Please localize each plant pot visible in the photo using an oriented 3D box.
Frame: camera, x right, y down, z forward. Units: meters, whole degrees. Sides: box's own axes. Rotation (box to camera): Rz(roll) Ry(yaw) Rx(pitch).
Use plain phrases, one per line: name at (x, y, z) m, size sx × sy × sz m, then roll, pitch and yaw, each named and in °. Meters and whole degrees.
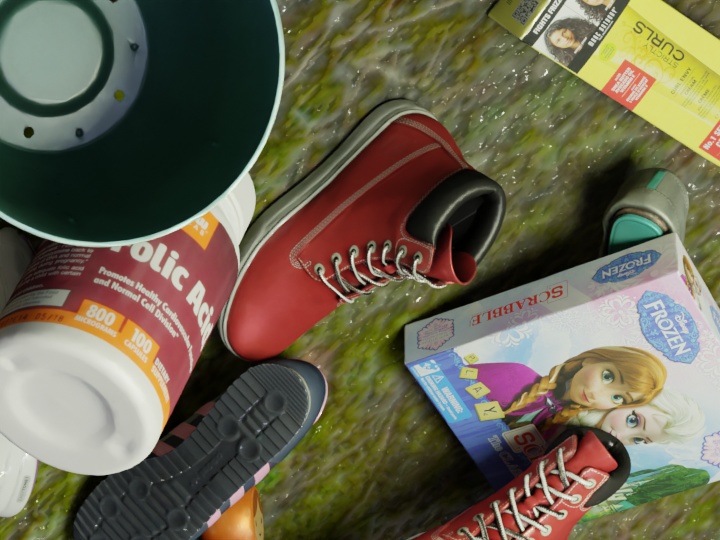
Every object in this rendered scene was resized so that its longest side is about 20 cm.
plant pot at (-0.160, -0.121, 1.454) m, size 0.200 × 0.161 × 0.201 m, roll -2°, pitch 97°, yaw -17°

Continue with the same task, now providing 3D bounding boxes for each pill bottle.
pill bottle at (-0.138, 0.012, 1.530) m, size 0.114 × 0.200 × 0.114 m, roll 12°, pitch 137°, yaw 12°

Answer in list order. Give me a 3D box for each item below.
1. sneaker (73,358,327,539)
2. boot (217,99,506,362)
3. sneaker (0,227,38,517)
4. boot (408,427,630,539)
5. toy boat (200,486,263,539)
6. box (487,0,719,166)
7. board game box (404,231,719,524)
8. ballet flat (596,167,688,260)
sneaker at (-0.098, 0.128, 1.709) m, size 0.200 × 0.082 × 0.070 m, roll -36°, pitch 85°, yaw 18°
boot at (0.000, 0.000, 1.633) m, size 0.200 × 0.144 × 0.072 m, roll -48°, pitch 129°, yaw 7°
sneaker at (-0.239, 0.069, 1.596) m, size 0.099 × 0.075 × 0.200 m, roll -2°, pitch 118°, yaw -27°
boot at (0.093, 0.166, 1.705) m, size 0.200 × 0.072 × 0.144 m, roll -24°, pitch 160°, yaw -50°
toy boat at (-0.078, 0.205, 1.744) m, size 0.200 × 0.130 × 0.131 m, roll -5°, pitch 90°, yaw -24°
box at (0.181, -0.143, 1.698) m, size 0.200 × 0.050 × 0.075 m, roll 29°, pitch 101°, yaw -36°
board game box at (0.162, 0.083, 1.771) m, size 0.199 × 0.041 × 0.200 m, roll -20°, pitch 130°, yaw 20°
ballet flat at (0.188, 0.013, 1.780) m, size 0.067 × 0.064 × 0.200 m, roll 21°, pitch 135°, yaw 11°
